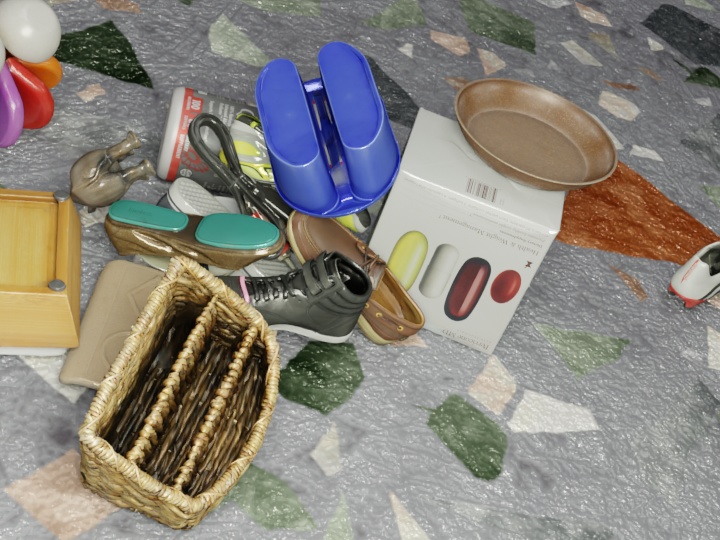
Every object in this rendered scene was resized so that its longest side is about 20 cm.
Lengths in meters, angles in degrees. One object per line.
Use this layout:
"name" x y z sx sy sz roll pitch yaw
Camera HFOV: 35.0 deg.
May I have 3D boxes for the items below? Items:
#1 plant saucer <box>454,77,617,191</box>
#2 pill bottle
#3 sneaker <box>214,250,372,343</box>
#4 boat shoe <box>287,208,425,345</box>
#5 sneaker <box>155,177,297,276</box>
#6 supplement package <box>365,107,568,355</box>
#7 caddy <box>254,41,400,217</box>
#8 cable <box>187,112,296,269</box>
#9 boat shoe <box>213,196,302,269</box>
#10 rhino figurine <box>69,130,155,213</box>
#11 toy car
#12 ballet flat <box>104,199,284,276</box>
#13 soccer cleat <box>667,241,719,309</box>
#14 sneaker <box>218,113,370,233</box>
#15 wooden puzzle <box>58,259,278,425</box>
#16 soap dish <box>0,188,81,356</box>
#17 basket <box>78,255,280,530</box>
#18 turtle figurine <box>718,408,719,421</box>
"plant saucer" 0.197 -0.150 1.314 0.200 0.037 0.201 14 40 -12
"pill bottle" -0.143 -0.149 1.406 0.199 0.116 0.116 11 40 -13
"sneaker" -0.077 0.015 1.180 0.199 0.099 0.071 11 45 -28
"boat shoe" 0.000 0.001 1.262 0.200 0.067 0.072 49 52 -23
"sneaker" -0.151 -0.012 1.284 0.200 0.079 0.078 42 24 -6
"supplement package" 0.114 -0.045 1.342 0.191 0.200 0.147 21 39 0
"caddy" -0.037 -0.150 1.241 0.141 0.105 0.200 -17 55 2
"cable" -0.129 -0.082 1.274 0.200 0.050 0.097 41 64 -2
"boat shoe" -0.103 -0.043 1.346 0.199 0.072 0.066 11 8 5
"rhino figurine" -0.283 -0.102 1.260 0.087 0.200 0.060 -33 97 -13
"toy car" -0.436 -0.220 1.341 0.200 0.175 0.150 -39 105 -48
"ballet flat" -0.176 -0.025 1.214 0.199 0.073 0.068 7 37 8
"soccer cleat" 0.503 -0.007 1.573 0.200 0.085 0.069 -16 52 -37
"sneaker" -0.077 -0.101 1.339 0.200 0.076 0.075 35 9 -6
"wooden puzzle" -0.192 0.080 1.181 0.199 0.046 0.186 13 39 -4
"soap dish" -0.363 -0.006 1.155 0.157 0.081 0.200 3 39 -16
"basket" -0.150 0.118 1.026 0.142 0.149 0.200 25 59 1
"turtle figurine" 0.538 0.159 1.332 0.193 0.144 0.200 -18 8 -17
